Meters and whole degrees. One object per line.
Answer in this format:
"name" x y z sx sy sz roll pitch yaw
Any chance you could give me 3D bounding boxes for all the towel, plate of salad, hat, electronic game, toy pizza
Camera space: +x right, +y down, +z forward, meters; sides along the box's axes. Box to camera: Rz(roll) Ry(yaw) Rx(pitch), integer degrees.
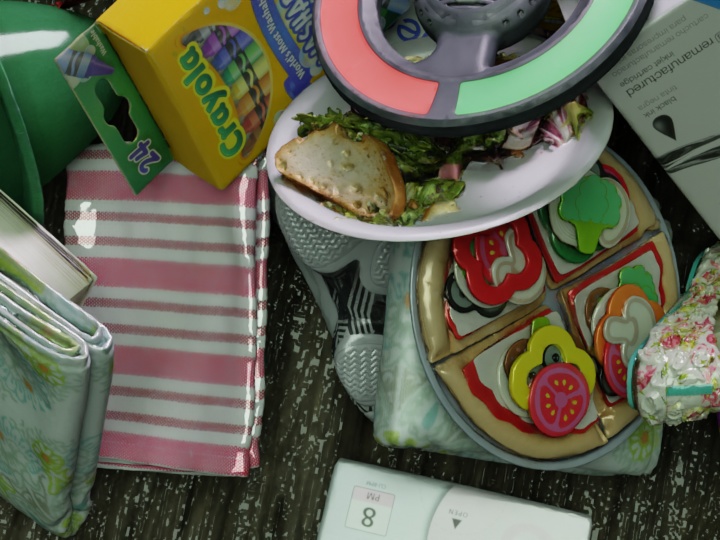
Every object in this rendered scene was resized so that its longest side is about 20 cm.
"towel" -0.225 0.055 1.527 0.171 0.200 0.048 38 55 17
"plate of salad" 0.043 -0.086 1.461 0.199 0.048 0.201 -8 37 6
"towel" -0.122 0.022 1.568 0.146 0.030 0.201 1 89 31
"hat" -0.154 -0.132 1.583 0.175 0.200 0.166 -24 101 -19
"electronic game" 0.068 -0.156 1.440 0.199 0.042 0.201 -10 53 14
"towel" 0.101 0.029 1.539 0.199 0.048 0.172 10 79 -33
"toy pizza" 0.114 0.015 1.495 0.199 0.032 0.201 3 85 -34

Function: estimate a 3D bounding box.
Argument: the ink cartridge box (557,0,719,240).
"ink cartridge box" 0.229 -0.114 1.490 0.146 0.200 0.084 -34 36 15

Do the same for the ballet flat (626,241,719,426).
"ballet flat" 0.212 0.040 1.521 0.064 0.200 0.076 1 114 23

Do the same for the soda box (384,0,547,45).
"soda box" 0.038 -0.138 1.617 0.199 0.063 0.069 26 80 6

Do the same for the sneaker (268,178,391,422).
"sneaker" 0.000 0.000 1.591 0.075 0.115 0.201 -24 115 1

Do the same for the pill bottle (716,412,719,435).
"pill bottle" 0.275 0.158 1.535 0.104 0.104 0.201 -8 80 1

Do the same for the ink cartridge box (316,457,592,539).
"ink cartridge box" 0.041 0.228 1.562 0.162 0.057 0.201 12 76 4

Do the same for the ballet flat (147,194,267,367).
"ballet flat" -0.106 -0.023 1.602 0.062 0.067 0.201 -12 79 4

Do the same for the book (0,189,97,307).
"book" -0.264 -0.014 1.577 0.200 0.134 0.048 43 50 8

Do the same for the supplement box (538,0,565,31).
"supplement box" 0.188 -0.197 1.568 0.199 0.109 0.109 10 80 -18

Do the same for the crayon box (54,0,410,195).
"crayon box" -0.070 -0.139 1.505 0.200 0.126 0.051 -45 50 -15
